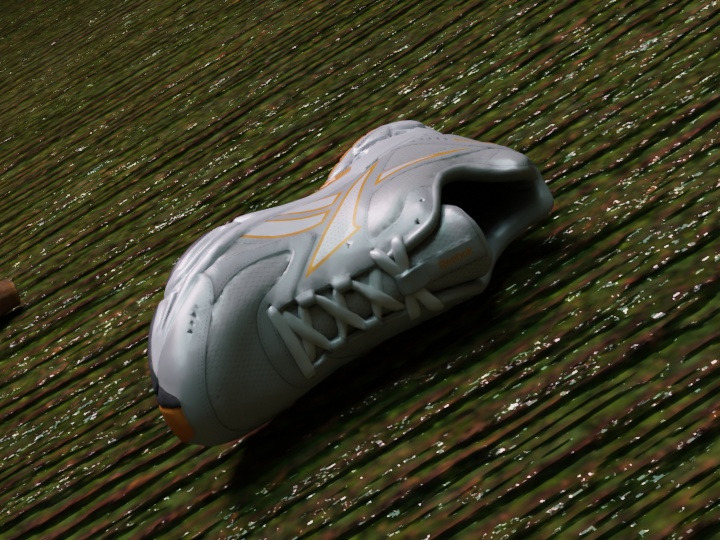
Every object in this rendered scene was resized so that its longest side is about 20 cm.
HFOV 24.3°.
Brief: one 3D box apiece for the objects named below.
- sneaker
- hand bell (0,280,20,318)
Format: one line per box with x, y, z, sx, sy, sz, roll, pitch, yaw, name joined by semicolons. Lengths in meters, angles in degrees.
0.000;0.000;0.688;0.092;0.076;0.200;5;39;47;sneaker
-0.288;0.047;0.949;0.199;0.105;0.104;-24;19;-23;hand bell
